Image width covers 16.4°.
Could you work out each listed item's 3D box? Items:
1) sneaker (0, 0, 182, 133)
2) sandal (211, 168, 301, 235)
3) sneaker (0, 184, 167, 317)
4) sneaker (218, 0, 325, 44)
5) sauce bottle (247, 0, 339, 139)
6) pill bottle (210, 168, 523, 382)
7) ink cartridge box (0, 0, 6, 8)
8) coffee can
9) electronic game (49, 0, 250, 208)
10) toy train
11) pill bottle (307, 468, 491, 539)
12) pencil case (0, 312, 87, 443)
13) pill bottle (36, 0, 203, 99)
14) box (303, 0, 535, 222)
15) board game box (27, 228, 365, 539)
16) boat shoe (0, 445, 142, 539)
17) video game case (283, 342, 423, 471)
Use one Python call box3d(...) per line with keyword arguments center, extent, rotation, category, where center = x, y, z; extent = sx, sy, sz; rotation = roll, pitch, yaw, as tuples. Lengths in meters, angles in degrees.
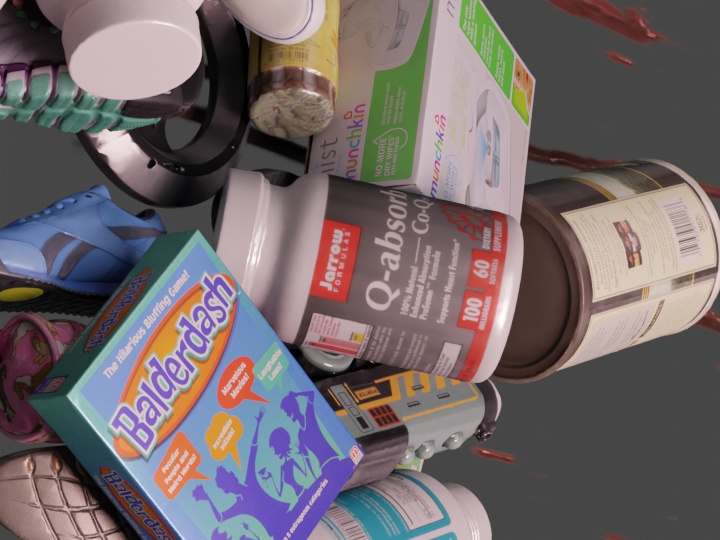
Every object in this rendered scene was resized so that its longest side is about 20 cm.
box3d(center=(-0.204, -0.139, 1.560), extent=(0.199, 0.074, 0.088), rotation=(3, 74, -28), category="sneaker")
box3d(center=(-0.049, -0.037, 1.788), extent=(0.200, 0.043, 0.077), rotation=(-8, 101, -58), category="sandal")
box3d(center=(-0.198, -0.016, 1.599), extent=(0.199, 0.066, 0.079), rotation=(5, 72, -49), category="sneaker")
box3d(center=(-0.100, -0.234, 1.669), extent=(0.200, 0.073, 0.071), rotation=(53, 20, 5), category="sneaker")
box3d(center=(-0.045, -0.189, 1.756), extent=(0.065, 0.064, 0.201), rotation=(34, 47, -41), category="sauce bottle")
box3d(center=(0.000, 0.000, 1.661), extent=(0.198, 0.116, 0.117), rotation=(12, 74, -6), category="pill bottle")
box3d(center=(-0.274, -0.217, 1.436), extent=(0.145, 0.145, 0.201), rotation=(45, 68, -35), category="ink cartridge box")
box3d(center=(0.171, -0.003, 1.948), extent=(0.199, 0.146, 0.148), rotation=(-13, 97, -48), category="coffee can")
box3d(center=(-0.138, -0.141, 1.687), extent=(0.199, 0.041, 0.202), rotation=(19, 67, -51), category="electronic game")
box3d(center=(0.013, 0.088, 1.750), extent=(0.199, 0.085, 0.114), rotation=(-11, 58, -47), category="toy train")
box3d(center=(0.004, 0.201, 1.734), extent=(0.199, 0.110, 0.112), rotation=(-12, 95, -48), category="pill bottle")
box3d(center=(-0.152, 0.070, 1.621), extent=(0.199, 0.086, 0.084), rotation=(2, 92, -49), category="pencil case")
box3d(center=(-0.151, -0.211, 1.537), extent=(0.112, 0.112, 0.201), rotation=(23, 47, -45), category="pill bottle")
box3d(center=(0.043, -0.097, 1.804), extent=(0.177, 0.096, 0.201), rotation=(51, 40, -50), category="box")
box3d(center=(-0.099, 0.099, 1.576), extent=(0.200, 0.045, 0.152), rotation=(53, 53, -24), category="board game box")
box3d(center=(-0.157, 0.150, 1.622), extent=(0.199, 0.073, 0.075), rotation=(9, 88, -30), category="boat shoe")
box3d(center=(-0.022, 0.136, 1.811), extent=(0.182, 0.022, 0.201), rotation=(35, 61, -41), category="video game case")
